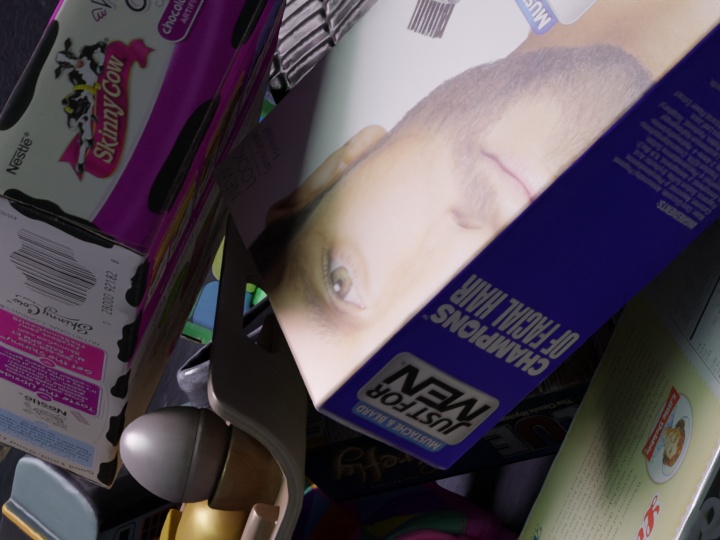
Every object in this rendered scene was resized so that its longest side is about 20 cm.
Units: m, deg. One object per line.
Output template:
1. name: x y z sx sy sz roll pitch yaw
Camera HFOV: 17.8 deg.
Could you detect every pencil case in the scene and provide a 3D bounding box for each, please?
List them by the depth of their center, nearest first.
1. pencil case: 0.014 0.112 0.853 0.200 0.088 0.089 -152 82 -76

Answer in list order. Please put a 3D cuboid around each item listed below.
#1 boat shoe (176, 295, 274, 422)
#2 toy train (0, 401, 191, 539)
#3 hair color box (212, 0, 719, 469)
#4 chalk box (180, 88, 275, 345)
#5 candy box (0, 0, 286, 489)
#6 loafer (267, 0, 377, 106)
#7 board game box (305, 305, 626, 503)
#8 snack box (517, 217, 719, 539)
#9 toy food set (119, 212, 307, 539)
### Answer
1. boat shoe: 0.000 0.000 0.945 0.200 0.068 0.072 -45 14 -29
2. toy train: -0.092 0.118 1.104 0.085 0.199 0.115 36 126 31
3. hair color box: 0.055 -0.051 0.668 0.200 0.065 0.110 -46 44 20
4. chalk box: -0.037 -0.030 1.118 0.200 0.123 0.125 -82 14 -69
5. candy box: -0.079 -0.028 0.766 0.200 0.061 0.137 108 -176 -63
6. loafer: 0.020 -0.051 0.805 0.073 0.071 0.201 -38 45 24
7. board game box: 0.051 -0.020 0.837 0.135 0.035 0.201 -16 46 31
8. snack box: 0.097 0.056 0.681 0.116 0.037 0.201 -110 41 -70
9. toy food set: -0.069 0.093 0.813 0.144 0.060 0.201 -91 21 -62
